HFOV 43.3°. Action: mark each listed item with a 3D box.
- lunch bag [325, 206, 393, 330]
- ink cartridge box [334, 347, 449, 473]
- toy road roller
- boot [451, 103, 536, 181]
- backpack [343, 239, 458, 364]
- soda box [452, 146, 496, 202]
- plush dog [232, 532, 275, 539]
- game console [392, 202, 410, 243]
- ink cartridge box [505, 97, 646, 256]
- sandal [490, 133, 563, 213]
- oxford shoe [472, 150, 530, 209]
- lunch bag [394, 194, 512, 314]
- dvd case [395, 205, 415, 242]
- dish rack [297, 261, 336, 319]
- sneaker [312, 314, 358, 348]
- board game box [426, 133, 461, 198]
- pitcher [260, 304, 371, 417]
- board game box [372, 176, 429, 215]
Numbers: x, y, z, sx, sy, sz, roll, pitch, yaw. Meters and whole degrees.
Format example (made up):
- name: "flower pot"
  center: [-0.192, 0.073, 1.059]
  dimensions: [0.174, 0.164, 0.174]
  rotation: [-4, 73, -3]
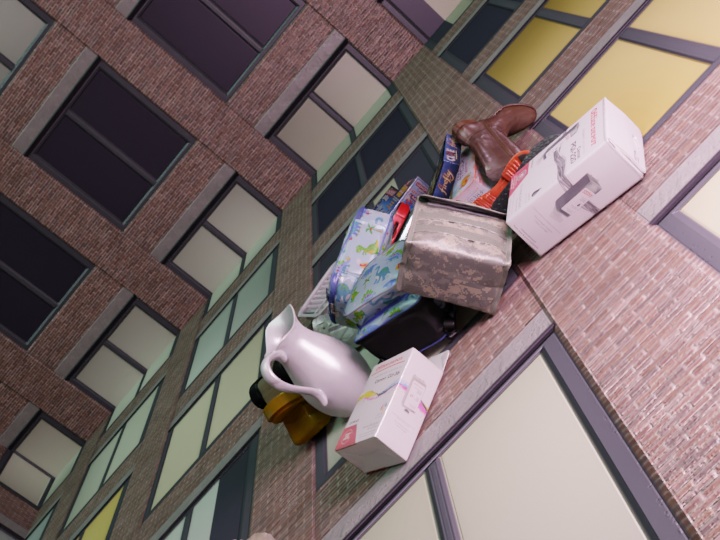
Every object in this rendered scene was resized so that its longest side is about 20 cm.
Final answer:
- name: "lunch bag"
  center: [0.000, 0.000, 1.674]
  dimensions: [0.161, 0.081, 0.202]
  rotation: [88, -161, -63]
- name: "ink cartridge box"
  center: [0.051, 0.195, 1.366]
  dimensions: [0.116, 0.067, 0.201]
  rotation: [-32, 24, 51]
- name: "toy road roller"
  center: [-0.094, 0.231, 1.670]
  dimensions: [0.199, 0.147, 0.123]
  rotation: [-12, -26, -48]
- name: "boot"
  center: [0.286, -0.238, 1.698]
  dimensions: [0.184, 0.065, 0.200]
  rotation: [-18, 33, -9]
- name: "backpack"
  center: [0.078, 0.037, 1.512]
  dimensions: [0.182, 0.147, 0.201]
  rotation: [-36, 17, 36]
- name: "soda box"
  center: [0.222, -0.177, 1.738]
  dimensions: [0.064, 0.068, 0.201]
  rotation: [-45, 15, 28]
- name: "plush dog"
  center: [-0.228, 0.498, 1.378]
  dimensions: [0.201, 0.159, 0.173]
  rotation: [-72, 2, -53]
- name: "game console"
  center: [0.042, -0.039, 1.875]
  dimensions: [0.202, 0.031, 0.177]
  rotation: [-62, 2, -7]
- name: "ink cartridge box"
  center: [0.315, -0.139, 1.340]
  dimensions: [0.200, 0.085, 0.146]
  rotation: [-40, 19, 32]
- name: "sandal"
  center: [0.289, -0.148, 1.481]
  dimensions: [0.048, 0.076, 0.201]
  rotation: [-6, -33, -48]
- name: "oxford shoe"
  center: [0.247, -0.117, 1.567]
  dimensions: [0.200, 0.071, 0.072]
  rotation: [-49, -14, 19]
- name: "lunch bag"
  center: [0.153, -0.046, 1.408]
  dimensions: [0.201, 0.162, 0.119]
  rotation: [-72, -6, -54]
- name: "dvd case"
  center: [0.082, -0.060, 1.842]
  dimensions: [0.147, 0.022, 0.200]
  rotation: [-62, 3, -5]
- name: "dish rack"
  center: [-0.063, 0.049, 2.106]
  dimensions: [0.172, 0.043, 0.200]
  rotation: [-56, 15, -14]
- name: "sneaker"
  center: [-0.034, 0.112, 1.760]
  dimensions: [0.200, 0.099, 0.075]
  rotation: [-44, 14, 19]
- name: "board game box"
  center: [0.153, -0.150, 1.784]
  dimensions: [0.136, 0.034, 0.202]
  rotation: [-76, 2, -60]
- name: "pitcher"
  center: [-0.078, 0.176, 1.536]
  dimensions: [0.121, 0.199, 0.172]
  rotation: [-41, 18, 32]
- name: "board game box"
  center: [0.077, -0.126, 2.067]
  dimensions: [0.200, 0.062, 0.200]
  rotation: [-49, 15, 4]
